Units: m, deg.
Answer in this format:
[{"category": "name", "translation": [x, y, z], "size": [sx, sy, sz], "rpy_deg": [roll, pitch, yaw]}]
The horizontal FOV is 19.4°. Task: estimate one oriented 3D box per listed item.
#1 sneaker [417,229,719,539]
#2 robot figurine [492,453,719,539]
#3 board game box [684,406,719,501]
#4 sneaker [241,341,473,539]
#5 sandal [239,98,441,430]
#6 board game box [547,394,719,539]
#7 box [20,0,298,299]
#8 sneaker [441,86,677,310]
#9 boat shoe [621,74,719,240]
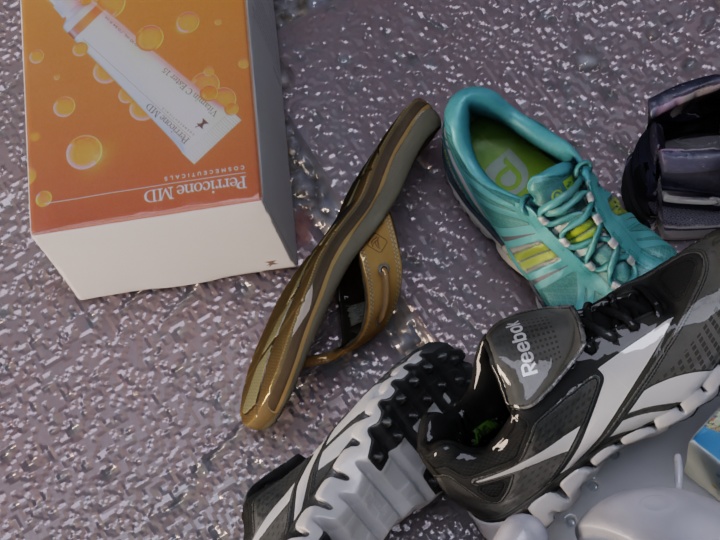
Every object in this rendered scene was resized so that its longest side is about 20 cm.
[{"category": "sneaker", "translation": [0.106, 0.045, 0.998], "size": [0.200, 0.090, 0.067], "rpy_deg": [-43, 37, 15]}, {"category": "robot figurine", "translation": [0.123, 0.182, 0.958], "size": [0.169, 0.113, 0.200], "rpy_deg": [34, 75, 6]}, {"category": "board game box", "translation": [0.278, 0.067, 1.024], "size": [0.147, 0.064, 0.200], "rpy_deg": [40, 78, 18]}, {"category": "sneaker", "translation": [-0.013, 0.111, 1.057], "size": [0.090, 0.067, 0.200], "rpy_deg": [-5, 40, 43]}, {"category": "sandal", "translation": [0.000, 0.000, 1.106], "size": [0.054, 0.080, 0.200], "rpy_deg": [33, 69, -6]}, {"category": "board game box", "translation": [0.196, 0.148, 1.047], "size": [0.200, 0.026, 0.200], "rpy_deg": [37, 76, 17]}, {"category": "box", "translation": [-0.110, -0.100, 1.132], "size": [0.124, 0.098, 0.201], "rpy_deg": [-9, 68, 6]}, {"category": "sneaker", "translation": [0.108, -0.018, 1.085], "size": [0.077, 0.080, 0.200], "rpy_deg": [-42, 65, -9]}, {"category": "boat shoe", "translation": [0.236, -0.067, 1.092], "size": [0.199, 0.093, 0.075], "rpy_deg": [-13, 68, 1]}]
